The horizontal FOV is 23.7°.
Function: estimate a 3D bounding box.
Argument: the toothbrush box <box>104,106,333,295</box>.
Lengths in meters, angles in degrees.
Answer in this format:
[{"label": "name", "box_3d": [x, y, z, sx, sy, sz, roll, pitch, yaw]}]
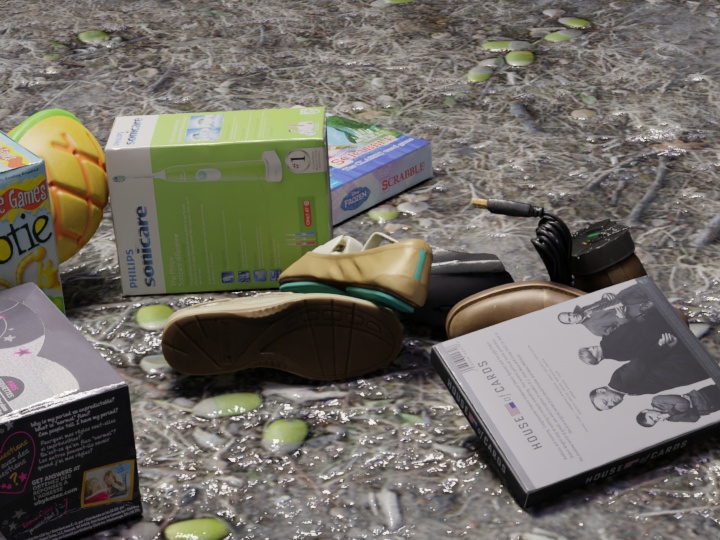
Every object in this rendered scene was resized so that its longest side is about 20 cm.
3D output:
[{"label": "toothbrush box", "box_3d": [-0.125, -0.064, 1.571, 0.198, 0.147, 0.086, -4, 26, 1]}]

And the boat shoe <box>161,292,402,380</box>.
[{"label": "boat shoe", "box_3d": [-0.065, 0.049, 1.417, 0.198, 0.073, 0.065, -3, 16, -4]}]

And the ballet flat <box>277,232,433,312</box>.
[{"label": "ballet flat", "box_3d": [0.000, 0.000, 1.463, 0.068, 0.064, 0.199, 27, -13, -32]}]

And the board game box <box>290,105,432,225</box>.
[{"label": "board game box", "box_3d": [-0.063, -0.106, 1.770, 0.198, 0.042, 0.199, 18, 33, 38]}]

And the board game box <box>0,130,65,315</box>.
[{"label": "board game box", "box_3d": [-0.310, 0.003, 1.393, 0.102, 0.202, 0.105, -19, 29, -29]}]

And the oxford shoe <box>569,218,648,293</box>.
[{"label": "oxford shoe", "box_3d": [0.207, 0.006, 1.481, 0.072, 0.085, 0.200, -27, 7, 5]}]

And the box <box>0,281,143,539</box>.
[{"label": "box", "box_3d": [-0.262, 0.107, 1.270, 0.131, 0.116, 0.200, -16, 28, -25]}]

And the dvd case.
[{"label": "dvd case", "box_3d": [0.173, 0.086, 1.293, 0.198, 0.025, 0.151, -17, 51, -20]}]

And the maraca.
[{"label": "maraca", "box_3d": [-0.292, -0.054, 1.516, 0.106, 0.138, 0.201, 5, 48, 31]}]

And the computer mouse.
[{"label": "computer mouse", "box_3d": [0.089, 0.000, 1.429, 0.198, 0.141, 0.046, 11, 42, 27]}]

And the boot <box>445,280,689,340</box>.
[{"label": "boot", "box_3d": [0.164, 0.060, 1.374, 0.198, 0.074, 0.076, 4, 36, 10]}]
